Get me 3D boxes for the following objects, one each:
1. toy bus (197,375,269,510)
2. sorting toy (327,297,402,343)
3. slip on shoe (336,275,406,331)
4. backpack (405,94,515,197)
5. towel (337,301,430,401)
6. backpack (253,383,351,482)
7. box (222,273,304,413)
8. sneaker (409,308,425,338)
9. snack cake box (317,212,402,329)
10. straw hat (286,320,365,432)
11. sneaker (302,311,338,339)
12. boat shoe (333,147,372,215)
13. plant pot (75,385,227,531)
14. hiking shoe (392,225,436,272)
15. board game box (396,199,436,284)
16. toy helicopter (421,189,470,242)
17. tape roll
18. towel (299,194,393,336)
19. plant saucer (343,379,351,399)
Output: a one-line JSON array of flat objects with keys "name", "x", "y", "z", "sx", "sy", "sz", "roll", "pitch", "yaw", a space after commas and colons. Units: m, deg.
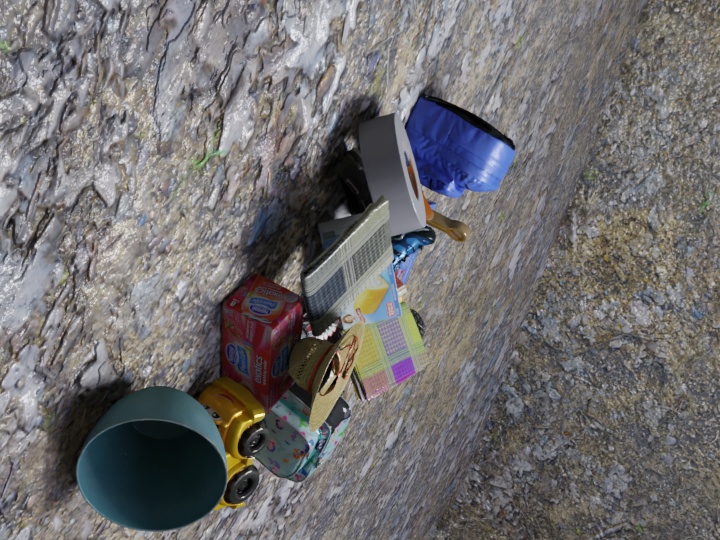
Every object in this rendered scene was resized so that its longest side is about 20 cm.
[{"name": "toy bus", "x": -0.260, "y": 0.289, "z": 1.498, "sx": 0.191, "sy": 0.135, "sz": 0.202, "roll": -9, "pitch": 123, "yaw": -47}, {"name": "sorting toy", "x": -0.023, "y": 0.093, "z": 1.898, "sx": 0.179, "sy": 0.107, "sz": 0.202, "roll": -14, "pitch": 131, "yaw": -40}, {"name": "slip on shoe", "x": -0.007, "y": 0.064, "z": 1.813, "sx": 0.199, "sy": 0.062, "sz": 0.074, "roll": -30, "pitch": 176, "yaw": -10}, {"name": "backpack", "x": 0.193, "y": -0.225, "z": 1.849, "sx": 0.169, "sy": 0.199, "sz": 0.162, "roll": -67, "pitch": 160, "yaw": 11}, {"name": "towel", "x": 0.043, "y": 0.149, "z": 1.798, "sx": 0.199, "sy": 0.023, "sz": 0.145, "roll": -22, "pitch": 93, "yaw": -44}, {"name": "backpack", "x": -0.127, "y": 0.287, "z": 1.731, "sx": 0.150, "sy": 0.177, "sz": 0.201, "roll": -39, "pitch": 160, "yaw": -43}, {"name": "box", "x": -0.161, "y": 0.120, "z": 1.543, "sx": 0.095, "sy": 0.099, "sz": 0.202, "roll": -45, "pitch": 154, "yaw": -42}, {"name": "sneaker", "x": 0.050, "y": 0.148, "z": 1.888, "sx": 0.087, "sy": 0.076, "sz": 0.200, "roll": -30, "pitch": -171, "yaw": 47}, {"name": "snack cake box", "x": 0.000, "y": 0.000, "z": 1.691, "sx": 0.068, "sy": 0.114, "sz": 0.202, "roll": -107, "pitch": -177, "yaw": -52}, {"name": "straw hat", "x": -0.072, "y": 0.154, "z": 1.537, "sx": 0.202, "sy": 0.084, "sz": 0.202, "roll": -60, "pitch": 166, "yaw": -25}, {"name": "sneaker", "x": -0.104, "y": 0.103, "z": 1.709, "sx": 0.200, "sy": 0.080, "sz": 0.075, "roll": -51, "pitch": 128, "yaw": -50}, {"name": "boat shoe", "x": -0.010, "y": -0.134, "z": 1.670, "sx": 0.057, "sy": 0.067, "sz": 0.201, "roll": -36, "pitch": 147, "yaw": -15}, {"name": "plant pot", "x": -0.281, "y": 0.240, "z": 1.312, "sx": 0.135, "sy": 0.197, "sz": 0.202, "roll": -99, "pitch": -159, "yaw": -59}, {"name": "hiking shoe", "x": 0.055, "y": -0.019, "z": 1.787, "sx": 0.198, "sy": 0.088, "sz": 0.074, "roll": -20, "pitch": 159, "yaw": 5}, {"name": "board game box", "x": 0.085, "y": -0.056, "z": 2.017, "sx": 0.134, "sy": 0.044, "sz": 0.202, "roll": -14, "pitch": 128, "yaw": -65}, {"name": "toy helicopter", "x": 0.120, "y": -0.115, "z": 1.802, "sx": 0.079, "sy": 0.198, "sz": 0.133, "roll": -59, "pitch": 171, "yaw": -28}, {"name": "tape roll", "x": 0.056, "y": -0.163, "z": 1.617, "sx": 0.200, "sy": 0.065, "sz": 0.203, "roll": -14, "pitch": 90, "yaw": -78}, {"name": "towel", "x": -0.022, "y": -0.009, "z": 1.527, "sx": 0.200, "sy": 0.034, "sz": 0.193, "roll": -44, "pitch": 154, "yaw": -20}, {"name": "plant saucer", "x": -0.038, "y": 0.213, "z": 1.839, "sx": 0.200, "sy": 0.029, "sz": 0.202, "roll": 19, "pitch": 90, "yaw": -84}]
